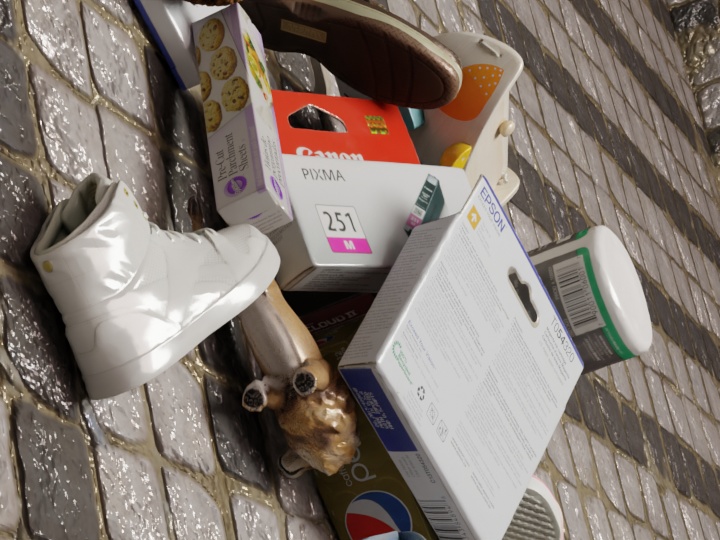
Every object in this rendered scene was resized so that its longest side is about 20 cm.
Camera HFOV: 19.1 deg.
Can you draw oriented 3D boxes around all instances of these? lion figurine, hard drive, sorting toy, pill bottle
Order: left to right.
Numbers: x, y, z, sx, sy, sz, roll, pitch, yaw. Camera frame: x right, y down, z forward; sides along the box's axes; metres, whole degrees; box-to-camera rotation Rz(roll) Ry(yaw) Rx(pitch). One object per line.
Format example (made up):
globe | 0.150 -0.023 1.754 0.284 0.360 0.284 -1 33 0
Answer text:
hard drive | -0.154 -0.245 1.562 0.201 0.025 0.132 62 20 -21
lion figurine | -0.061 0.045 1.456 0.122 0.072 0.201 18 49 -76
sorting toy | 0.034 -0.128 1.758 0.180 0.107 0.200 33 -21 18
pill bottle | 0.132 0.047 1.786 0.113 0.199 0.113 54 25 -38

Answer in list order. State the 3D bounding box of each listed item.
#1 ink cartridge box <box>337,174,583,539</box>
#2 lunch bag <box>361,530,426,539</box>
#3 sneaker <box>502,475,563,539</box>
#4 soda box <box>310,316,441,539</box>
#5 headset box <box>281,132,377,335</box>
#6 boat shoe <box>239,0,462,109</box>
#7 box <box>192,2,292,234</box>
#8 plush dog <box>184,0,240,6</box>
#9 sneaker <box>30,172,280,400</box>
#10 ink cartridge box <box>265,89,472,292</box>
ink cartridge box | 0.076 0.069 1.534 0.197 0.043 0.200 60 42 -30
lunch bag | 0.001 0.252 1.331 0.200 0.126 0.171 21 53 -74
sneaker | 0.130 0.209 1.780 0.201 0.075 0.105 75 8 -46
soda box | 0.006 0.141 1.544 0.201 0.067 0.064 67 19 -8
headset box | 0.000 0.000 1.660 0.200 0.075 0.149 44 31 -52
boat shoe | -0.007 -0.195 1.665 0.075 0.201 0.075 109 8 -46
box | -0.083 -0.106 1.482 0.039 0.041 0.201 52 20 -43
plush dog | -0.103 -0.284 1.518 0.172 0.159 0.201 89 0 -51
sneaker | -0.123 -0.016 1.303 0.116 0.073 0.200 65 31 -12
ink cartridge box | -0.002 -0.067 1.571 0.199 0.044 0.174 2 60 -44
